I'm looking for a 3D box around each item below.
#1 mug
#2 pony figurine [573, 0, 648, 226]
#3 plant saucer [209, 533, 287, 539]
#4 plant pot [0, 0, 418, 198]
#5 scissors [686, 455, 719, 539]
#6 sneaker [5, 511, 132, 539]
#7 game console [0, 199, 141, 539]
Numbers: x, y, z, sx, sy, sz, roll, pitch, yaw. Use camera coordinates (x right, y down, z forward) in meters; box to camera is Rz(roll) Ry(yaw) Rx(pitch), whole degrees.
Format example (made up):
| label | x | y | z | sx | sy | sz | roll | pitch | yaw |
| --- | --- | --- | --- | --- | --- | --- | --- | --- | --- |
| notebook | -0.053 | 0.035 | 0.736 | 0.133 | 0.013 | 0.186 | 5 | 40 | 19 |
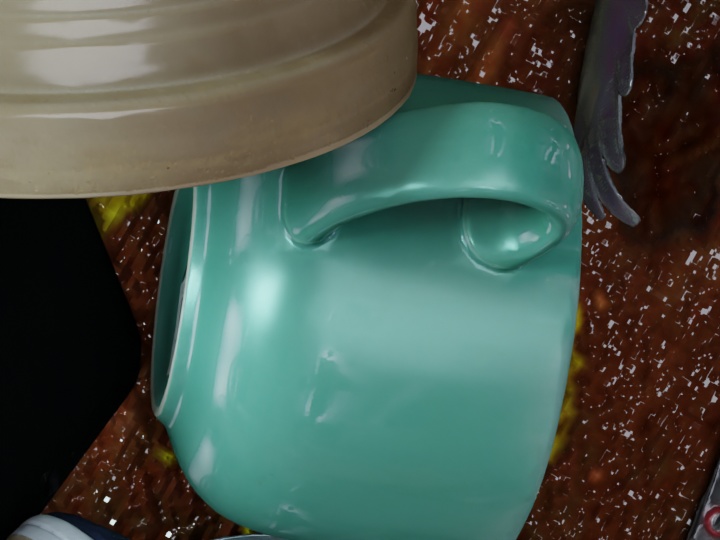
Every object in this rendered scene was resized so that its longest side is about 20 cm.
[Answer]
| label | x | y | z | sx | sy | sz | roll | pitch | yaw |
| --- | --- | --- | --- | --- | --- | --- | --- | --- | --- |
| mug | -0.002 | -0.002 | 0.753 | 0.114 | 0.152 | 0.186 | 7 | 122 | -9 |
| pony figurine | 0.101 | -0.135 | 0.772 | 0.199 | 0.166 | 0.194 | 29 | 63 | -30 |
| plant saucer | -0.038 | 0.187 | 0.829 | 0.200 | 0.039 | 0.202 | -1 | 96 | -10 |
| plant pot | -0.082 | -0.099 | 0.679 | 0.200 | 0.201 | 0.093 | -3 | 114 | -11 |
| scissors | 0.130 | 0.105 | 0.869 | 0.073 | 0.014 | 0.201 | 32 | 87 | -10 |
| sneaker | -0.009 | 0.119 | 0.746 | 0.200 | 0.070 | 0.109 | 38 | 60 | 2 |
| game console | -0.173 | 0.009 | 0.730 | 0.175 | 0.200 | 0.117 | 24 | 129 | 8 |
